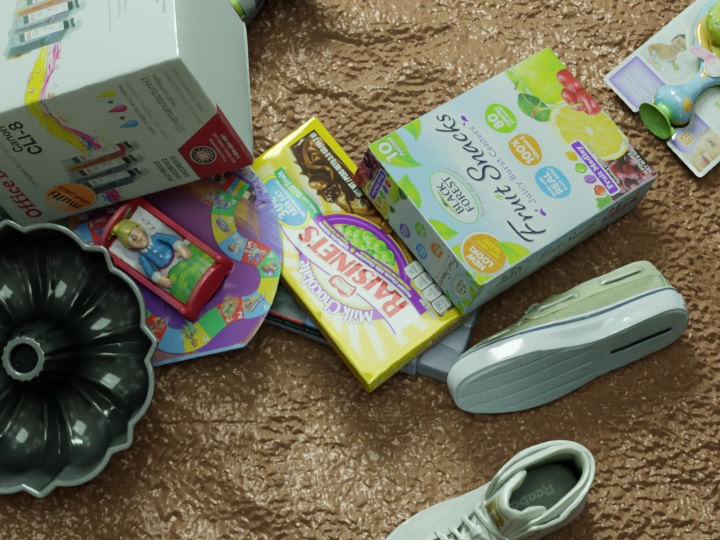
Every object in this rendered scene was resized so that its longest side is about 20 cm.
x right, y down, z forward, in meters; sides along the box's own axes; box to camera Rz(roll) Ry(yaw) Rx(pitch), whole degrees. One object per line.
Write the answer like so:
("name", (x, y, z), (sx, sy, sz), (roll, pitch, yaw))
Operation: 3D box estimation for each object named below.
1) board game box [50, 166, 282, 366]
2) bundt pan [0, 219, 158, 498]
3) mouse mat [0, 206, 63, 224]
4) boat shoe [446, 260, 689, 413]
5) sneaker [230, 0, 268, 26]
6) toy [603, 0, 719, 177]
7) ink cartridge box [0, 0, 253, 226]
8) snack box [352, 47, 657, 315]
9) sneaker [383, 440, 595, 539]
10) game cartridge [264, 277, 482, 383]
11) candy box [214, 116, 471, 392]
("board game box", (-0.159, -0.010, 1.559), (0.198, 0.039, 0.160), (-12, 77, 13))
("bundt pan", (-0.240, 0.064, 1.521), (0.200, 0.076, 0.204), (0, 91, 6))
("mouse mat", (-0.221, -0.129, 1.653), (0.159, 0.008, 0.202), (4, 69, 0))
("boat shoe", (0.154, 0.052, 1.572), (0.198, 0.072, 0.062), (-18, 49, -13))
("sneaker", (-0.112, -0.208, 1.650), (0.198, 0.071, 0.083), (-21, 77, -4))
("toy", (0.308, -0.181, 1.664), (0.200, 0.047, 0.115), (-40, 77, -14))
("ink cartridge box", (-0.199, -0.146, 1.527), (0.198, 0.146, 0.146), (-15, 57, 14))
("snack box", (0.114, -0.072, 1.588), (0.199, 0.053, 0.143), (-30, 71, -30))
("sneaker", (0.082, 0.185, 1.488), (0.199, 0.116, 0.074), (-32, 75, -11))
("game cartridge", (0.000, 0.000, 1.598), (0.198, 0.038, 0.131), (19, 66, 5))
("candy box", (-0.014, -0.014, 1.572), (0.102, 0.026, 0.200), (-37, 74, -10))
